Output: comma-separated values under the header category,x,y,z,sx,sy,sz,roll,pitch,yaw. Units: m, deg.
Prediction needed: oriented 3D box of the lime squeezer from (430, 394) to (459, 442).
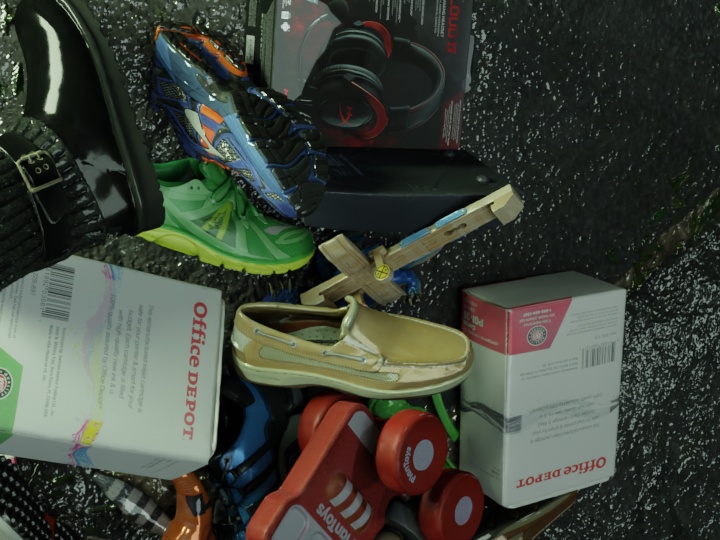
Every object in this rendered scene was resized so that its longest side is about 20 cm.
category,x,y,z,sx,sy,sz,roll,pitch,yaw
lime squeezer,0.031,0.104,1.046,0.200,0.038,0.071,23,125,-29

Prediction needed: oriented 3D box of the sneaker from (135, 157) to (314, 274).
category,x,y,z,sx,sy,sz,roll,pitch,yaw
sneaker,-0.119,-0.051,0.901,0.200,0.074,0.084,18,100,-28

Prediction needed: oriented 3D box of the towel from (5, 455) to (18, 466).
category,x,y,z,sx,sy,sz,roll,pitch,yaw
towel,-0.347,0.156,0.873,0.146,0.030,0.201,-14,110,-21

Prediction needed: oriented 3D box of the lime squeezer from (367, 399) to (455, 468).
category,x,y,z,sx,sy,sz,roll,pitch,yaw
lime squeezer,0.035,0.138,0.996,0.038,0.071,0.200,-34,116,20

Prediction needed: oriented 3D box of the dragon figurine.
category,x,y,z,sx,sy,sz,roll,pitch,yaw
dragon figurine,0.000,0.000,0.981,0.200,0.059,0.099,-43,118,-8

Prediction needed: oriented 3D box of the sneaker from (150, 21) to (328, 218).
category,x,y,z,sx,sy,sz,roll,pitch,yaw
sneaker,-0.096,-0.107,0.849,0.075,0.200,0.079,-13,143,-43

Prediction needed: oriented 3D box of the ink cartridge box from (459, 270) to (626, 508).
category,x,y,z,sx,sy,sz,roll,pitch,yaw
ink cartridge box,0.175,0.113,1.079,0.146,0.083,0.201,-8,107,-29

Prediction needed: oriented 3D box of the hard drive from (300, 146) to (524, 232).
category,x,y,z,sx,sy,sz,roll,pitch,yaw
hard drive,0.022,-0.074,0.933,0.200,0.135,0.042,-1,116,-25

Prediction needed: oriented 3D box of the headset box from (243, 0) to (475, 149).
category,x,y,z,sx,sy,sz,roll,pitch,yaw
headset box,0.007,-0.180,0.926,0.200,0.075,0.149,-1,104,-25

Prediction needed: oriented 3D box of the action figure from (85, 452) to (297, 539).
category,x,y,z,sx,sy,sz,roll,pitch,yaw
action figure,-0.133,0.216,0.977,0.194,0.104,0.200,48,53,-34

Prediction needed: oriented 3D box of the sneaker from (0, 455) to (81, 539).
category,x,y,z,sx,sy,sz,roll,pitch,yaw
sneaker,-0.284,0.215,0.851,0.093,0.070,0.200,-23,143,-4

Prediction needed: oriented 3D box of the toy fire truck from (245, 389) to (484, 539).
category,x,y,z,sx,sy,sz,roll,pitch,yaw
toy fire truck,0.002,0.204,0.893,0.168,0.112,0.200,-54,132,-27

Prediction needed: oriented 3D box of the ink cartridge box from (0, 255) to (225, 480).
category,x,y,z,sx,sy,sz,roll,pitch,yaw
ink cartridge box,-0.213,0.072,0.848,0.200,0.087,0.146,14,64,-27

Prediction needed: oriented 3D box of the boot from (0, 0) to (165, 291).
category,x,y,z,sx,sy,sz,roll,pitch,yaw
boot,-0.244,-0.099,0.783,0.158,0.079,0.212,-21,86,-30

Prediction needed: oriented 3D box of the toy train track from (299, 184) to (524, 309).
category,x,y,z,sx,sy,sz,roll,pitch,yaw
toy train track,0.042,-0.007,0.896,0.200,0.033,0.115,-28,143,16

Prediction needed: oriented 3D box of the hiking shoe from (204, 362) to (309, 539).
category,x,y,z,sx,sy,sz,roll,pitch,yaw
hiking shoe,-0.096,0.182,0.914,0.087,0.074,0.201,14,62,-30

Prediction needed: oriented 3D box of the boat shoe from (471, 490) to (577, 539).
category,x,y,z,sx,sy,sz,roll,pitch,yaw
boat shoe,0.129,0.271,1.116,0.200,0.076,0.074,-27,119,-8

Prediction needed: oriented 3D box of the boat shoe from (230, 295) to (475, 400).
category,x,y,z,sx,sy,sz,roll,pitch,yaw
boat shoe,-0.004,0.056,0.884,0.199,0.072,0.076,0,131,-5
